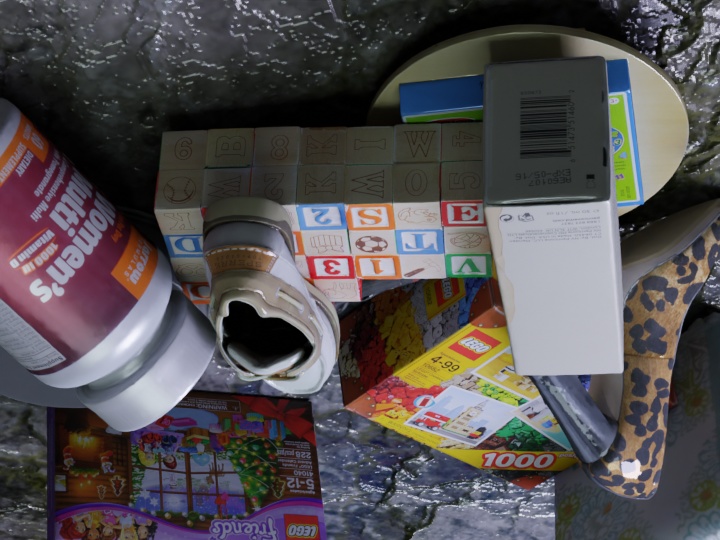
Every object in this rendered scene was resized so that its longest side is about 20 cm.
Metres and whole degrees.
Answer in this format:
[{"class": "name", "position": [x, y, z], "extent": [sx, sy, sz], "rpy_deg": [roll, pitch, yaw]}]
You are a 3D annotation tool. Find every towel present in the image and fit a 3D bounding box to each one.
[{"class": "towel", "position": [0.217, 0.140, 1.237], "extent": [0.048, 0.200, 0.171], "rpy_deg": [37, 127, -25]}]

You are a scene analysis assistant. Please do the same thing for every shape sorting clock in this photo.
[{"class": "shape sorting clock", "position": [0.103, -0.084, 1.055], "extent": [0.200, 0.039, 0.200], "rpy_deg": [1, 149, 1]}]

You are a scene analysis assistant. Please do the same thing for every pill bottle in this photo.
[{"class": "pill bottle", "position": [-0.184, 0.001, 1.016], "extent": [0.110, 0.110, 0.200], "rpy_deg": [-30, 120, 26]}]

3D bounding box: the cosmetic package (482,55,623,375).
[{"class": "cosmetic package", "position": [0.118, -0.027, 1.013], "extent": [0.073, 0.104, 0.200], "rpy_deg": [-2, 148, 9]}]

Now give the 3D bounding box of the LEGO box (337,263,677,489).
[{"class": "LEGO box", "position": [0.104, 0.067, 1.218], "extent": [0.200, 0.077, 0.149], "rpy_deg": [27, 131, -36]}]

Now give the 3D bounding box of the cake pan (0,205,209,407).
[{"class": "cake pan", "position": [-0.193, 0.031, 1.152], "extent": [0.200, 0.037, 0.200], "rpy_deg": [-5, 142, -4]}]

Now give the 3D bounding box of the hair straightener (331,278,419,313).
[{"class": "hair straightener", "position": [0.000, 0.000, 1.140], "extent": [0.200, 0.041, 0.077], "rpy_deg": [-23, -176, 25]}]

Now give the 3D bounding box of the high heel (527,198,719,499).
[{"class": "high heel", "position": [0.209, 0.053, 1.147], "extent": [0.200, 0.071, 0.143], "rpy_deg": [-40, 109, -15]}]

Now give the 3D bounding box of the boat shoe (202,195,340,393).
[{"class": "boat shoe", "position": [-0.059, 0.035, 1.042], "extent": [0.075, 0.068, 0.200], "rpy_deg": [-5, 149, 12]}]

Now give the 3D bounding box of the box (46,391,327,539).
[{"class": "box", "position": [-0.128, 0.153, 1.239], "extent": [0.200, 0.137, 0.039], "rpy_deg": [5, 140, -17]}]

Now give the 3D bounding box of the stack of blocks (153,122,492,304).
[{"class": "stack of blocks", "position": [-0.018, -0.033, 1.050], "extent": [0.200, 0.059, 0.115], "rpy_deg": [-1, 149, 5]}]
